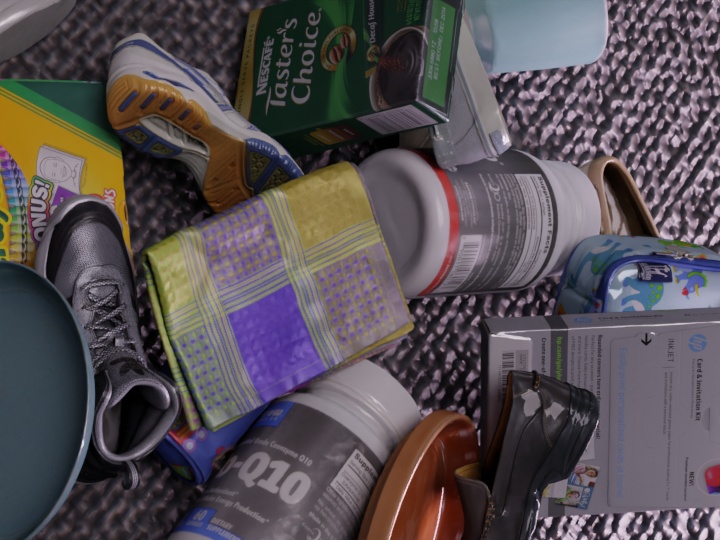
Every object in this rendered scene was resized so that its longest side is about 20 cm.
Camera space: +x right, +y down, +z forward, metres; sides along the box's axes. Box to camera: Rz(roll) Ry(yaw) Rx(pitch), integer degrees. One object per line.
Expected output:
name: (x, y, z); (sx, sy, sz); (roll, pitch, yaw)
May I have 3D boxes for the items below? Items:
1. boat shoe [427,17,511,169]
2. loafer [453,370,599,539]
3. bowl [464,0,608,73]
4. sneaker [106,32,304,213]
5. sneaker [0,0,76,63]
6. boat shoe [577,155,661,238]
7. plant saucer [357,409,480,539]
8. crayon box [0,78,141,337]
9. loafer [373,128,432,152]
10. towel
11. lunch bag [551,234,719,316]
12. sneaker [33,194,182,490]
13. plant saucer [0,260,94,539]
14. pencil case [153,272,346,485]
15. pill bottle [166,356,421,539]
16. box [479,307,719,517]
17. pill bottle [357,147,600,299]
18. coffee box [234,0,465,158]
boat shoe: (0.052, -0.161, 1.506); (0.071, 0.070, 0.201); (-23, 55, 4)
loafer: (0.099, 0.165, 1.468); (0.072, 0.073, 0.201); (27, 93, -13)
bowl: (0.105, -0.240, 1.606); (0.105, 0.201, 0.201); (-26, 90, -11)
sneaker: (-0.107, -0.106, 1.475); (0.200, 0.075, 0.088); (41, 25, -38)
sneaker: (-0.298, -0.186, 1.423); (0.200, 0.075, 0.089); (-30, 80, -31)
boat shoe: (0.231, 0.001, 1.667); (0.071, 0.064, 0.201); (-28, 91, -32)
plant saucer: (0.038, 0.199, 1.458); (0.032, 0.201, 0.201); (15, 62, 21)
crayon box: (-0.231, -0.034, 1.421); (0.118, 0.058, 0.201); (-1, 78, -30)
loafer: (0.019, -0.172, 1.589); (0.069, 0.075, 0.201); (-20, 87, -36)
towel: (-0.056, 0.016, 1.400); (0.200, 0.023, 0.144); (-23, 103, -34)
lunch bag: (0.229, 0.074, 1.591); (0.160, 0.082, 0.201); (6, 105, -28)
sneaker: (-0.167, 0.050, 1.334); (0.075, 0.114, 0.201); (-3, 94, -31)
plant saucer: (-0.244, 0.094, 1.313); (0.027, 0.200, 0.201); (17, 67, -52)
pencil case: (-0.090, 0.062, 1.450); (0.087, 0.078, 0.200); (36, 70, 14)
pill bottle: (-0.045, 0.162, 1.441); (0.114, 0.114, 0.200); (44, 60, -12)
box: (0.192, 0.110, 1.517); (0.199, 0.041, 0.157); (-3, 108, -5)
pill bottle: (0.089, -0.039, 1.558); (0.200, 0.116, 0.116); (-3, 78, -44)
coffee box: (-0.012, -0.156, 1.495); (0.044, 0.200, 0.123); (25, 66, -42)
